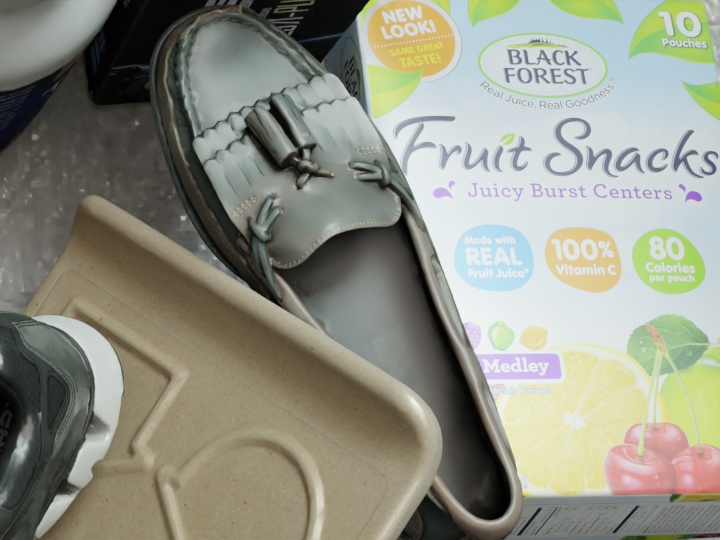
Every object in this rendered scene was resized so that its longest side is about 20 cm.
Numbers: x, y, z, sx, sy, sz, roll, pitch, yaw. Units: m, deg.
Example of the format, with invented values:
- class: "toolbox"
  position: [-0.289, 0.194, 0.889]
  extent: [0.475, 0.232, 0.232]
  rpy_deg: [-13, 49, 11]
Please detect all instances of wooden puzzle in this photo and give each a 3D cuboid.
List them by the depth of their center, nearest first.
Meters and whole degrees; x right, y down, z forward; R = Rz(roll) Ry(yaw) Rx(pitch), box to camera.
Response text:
- class: "wooden puzzle"
  position: [-0.076, 0.098, 0.831]
  extent: [0.046, 0.185, 0.201]
  rpy_deg: [29, 91, -49]

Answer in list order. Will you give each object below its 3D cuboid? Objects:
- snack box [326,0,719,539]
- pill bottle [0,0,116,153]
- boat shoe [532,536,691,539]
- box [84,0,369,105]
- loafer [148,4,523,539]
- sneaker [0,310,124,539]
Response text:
- class: "snack box"
  position: [0.069, -0.003, 0.938]
  extent: [0.142, 0.053, 0.201]
  rpy_deg: [1, 65, -16]
- class: "pill bottle"
  position: [-0.137, -0.103, 0.846]
  extent: [0.110, 0.200, 0.112]
  rpy_deg: [4, 77, -18]
- class: "boat shoe"
  position: [0.050, 0.131, 0.917]
  extent: [0.199, 0.060, 0.074]
  rpy_deg: [-7, 113, -12]
- class: "box"
  position: [-0.048, -0.164, 0.886]
  extent: [0.086, 0.200, 0.165]
  rpy_deg: [-5, 79, -16]
- class: "loafer"
  position: [0.000, 0.000, 0.829]
  extent: [0.072, 0.063, 0.201]
  rpy_deg: [-30, 94, -16]
- class: "sneaker"
  position: [-0.138, 0.099, 0.780]
  extent: [0.066, 0.090, 0.201]
  rpy_deg: [18, 81, 19]
